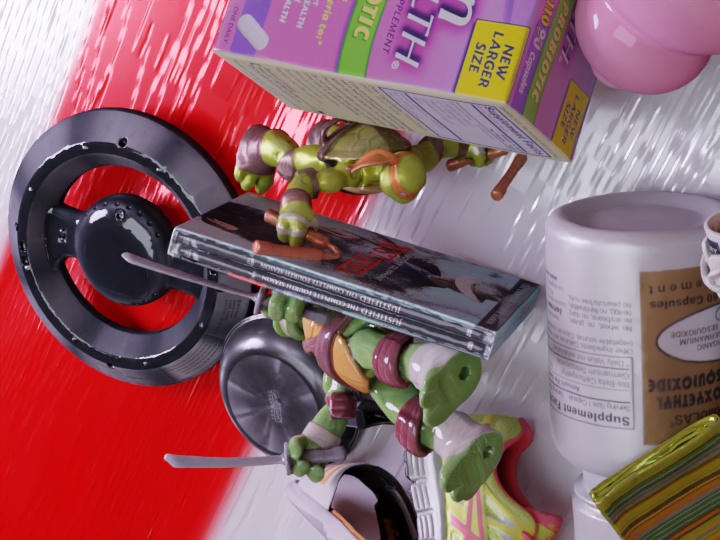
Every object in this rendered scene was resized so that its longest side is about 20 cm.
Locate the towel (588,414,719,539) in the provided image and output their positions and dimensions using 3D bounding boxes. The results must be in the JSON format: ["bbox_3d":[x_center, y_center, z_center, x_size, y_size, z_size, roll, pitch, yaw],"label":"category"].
[{"bbox_3d":[0.216,0.173,1.210,0.086,0.018,0.200,-33,115,11],"label":"towel"}]

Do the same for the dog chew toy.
[{"bbox_3d":[0.178,-0.170,1.100,0.125,0.124,0.200,48,132,14],"label":"dog chew toy"}]

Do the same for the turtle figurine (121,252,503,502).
[{"bbox_3d":[-0.023,0.076,1.295,0.193,0.199,0.145,23,109,42],"label":"turtle figurine"}]

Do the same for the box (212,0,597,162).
[{"bbox_3d":[0.043,-0.174,1.213,0.199,0.097,0.177,14,81,30],"label":"box"}]

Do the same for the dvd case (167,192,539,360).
[{"bbox_3d":[0.000,0.000,1.276,0.199,0.146,0.022,19,105,12],"label":"dvd case"}]

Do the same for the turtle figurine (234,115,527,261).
[{"bbox_3d":[-0.012,-0.063,1.290,0.161,0.199,0.065,15,124,56],"label":"turtle figurine"}]

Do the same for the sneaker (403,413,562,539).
[{"bbox_3d":[0.084,0.180,1.321,0.090,0.078,0.202,-12,76,13],"label":"sneaker"}]

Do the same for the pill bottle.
[{"bbox_3d":[0.165,0.063,1.229,0.114,0.114,0.202,7,108,33],"label":"pill bottle"}]

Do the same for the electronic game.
[{"bbox_3d":[-0.160,-0.015,1.477,0.199,0.042,0.202,10,112,25],"label":"electronic game"}]

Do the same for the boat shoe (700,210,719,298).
[{"bbox_3d":[0.213,-0.011,1.134,0.069,0.071,0.201,6,115,-11],"label":"boat shoe"}]

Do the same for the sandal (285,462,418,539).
[{"bbox_3d":[0.010,0.161,1.361,0.079,0.207,0.059,45,84,-13],"label":"sandal"}]

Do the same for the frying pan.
[{"bbox_3d":[-0.021,0.102,1.423,0.189,0.031,0.115,31,128,19],"label":"frying pan"}]
